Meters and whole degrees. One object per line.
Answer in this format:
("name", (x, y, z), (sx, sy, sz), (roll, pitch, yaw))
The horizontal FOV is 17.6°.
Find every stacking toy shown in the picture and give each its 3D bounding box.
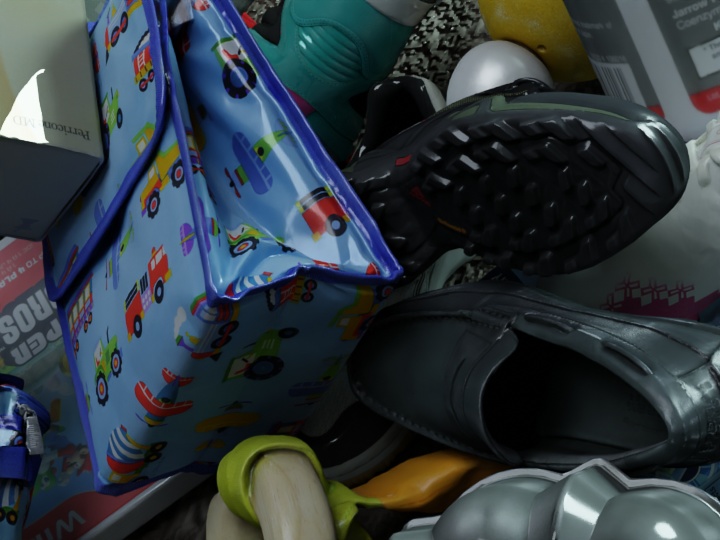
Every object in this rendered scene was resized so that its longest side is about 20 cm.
("stacking toy", (0.101, -0.138, 1.078), (0.146, 0.146, 0.201), (22, 72, 43))

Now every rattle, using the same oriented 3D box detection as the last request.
("rattle", (0.004, 0.171, 0.944), (0.130, 0.142, 0.201), (-43, 48, 42))

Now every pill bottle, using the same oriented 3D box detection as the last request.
("pill bottle", (0.122, -0.165, 0.963), (0.113, 0.201, 0.114), (-24, 20, 9))

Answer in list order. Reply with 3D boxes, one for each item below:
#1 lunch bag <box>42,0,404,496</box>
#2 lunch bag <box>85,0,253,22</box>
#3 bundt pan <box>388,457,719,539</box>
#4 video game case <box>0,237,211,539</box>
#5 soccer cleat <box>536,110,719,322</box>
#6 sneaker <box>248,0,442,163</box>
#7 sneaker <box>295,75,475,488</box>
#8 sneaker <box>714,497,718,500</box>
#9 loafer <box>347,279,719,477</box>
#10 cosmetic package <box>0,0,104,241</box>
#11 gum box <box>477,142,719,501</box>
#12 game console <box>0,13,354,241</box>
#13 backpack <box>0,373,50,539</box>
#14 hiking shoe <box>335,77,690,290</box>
("lunch bag", (-0.081, -0.031, 0.999), (0.093, 0.151, 0.201), (-6, 57, -31))
("lunch bag", (-0.142, -0.131, 1.160), (0.167, 0.139, 0.201), (31, 82, 41))
("bundt pan", (0.069, 0.163, 0.806), (0.200, 0.076, 0.204), (-3, 79, 15))
("video game case", (-0.136, 0.046, 1.131), (0.142, 0.017, 0.200), (-35, 48, 0))
("soccer cleat", (0.151, -0.039, 0.925), (0.199, 0.086, 0.070), (-24, 43, 13))
("sneaker", (-0.014, -0.113, 1.153), (0.121, 0.083, 0.200), (-49, 3, 14))
("sneaker", (0.000, 0.000, 1.056), (0.075, 0.088, 0.201), (-1, 54, 30))
("sneaker", (0.091, 0.162, 0.866), (0.199, 0.075, 0.087), (-31, 48, 6))
("loafer", (0.064, 0.043, 0.912), (0.199, 0.069, 0.070), (5, 15, 44))
("cosmetic package", (-0.180, -0.120, 1.017), (0.071, 0.104, 0.201), (-44, 48, 44))
("gum box", (0.161, 0.008, 0.975), (0.199, 0.045, 0.170), (-38, 42, -2))
("game console", (-0.114, -0.044, 1.217), (0.199, 0.031, 0.177), (-37, 48, 0))
("backpack", (-0.220, 0.063, 1.041), (0.182, 0.134, 0.202), (-25, 55, 56))
("hiking shoe", (0.066, -0.050, 0.941), (0.101, 0.076, 0.199), (-42, 21, -33))
